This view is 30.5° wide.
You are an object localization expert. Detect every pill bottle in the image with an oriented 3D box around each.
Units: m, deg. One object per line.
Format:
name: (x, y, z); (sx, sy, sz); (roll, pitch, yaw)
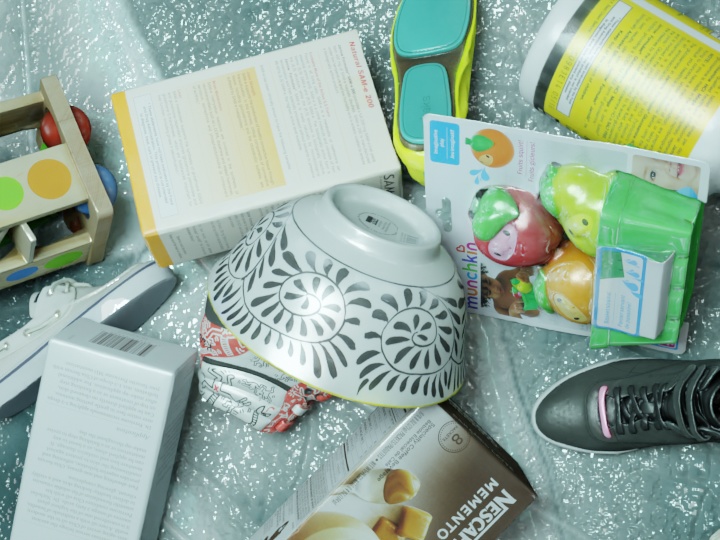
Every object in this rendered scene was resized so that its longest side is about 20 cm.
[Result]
pill bottle: (0.224, -0.123, 0.953); (0.200, 0.112, 0.113); (35, 92, 17)

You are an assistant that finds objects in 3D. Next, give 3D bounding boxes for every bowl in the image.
bowl: (0.000, 0.000, 0.933); (0.200, 0.201, 0.094); (31, 117, 16)

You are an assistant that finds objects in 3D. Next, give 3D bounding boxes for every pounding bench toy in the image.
pounding bench toy: (-0.289, -0.049, 1.082); (0.156, 0.200, 0.124); (-20, 78, -21)

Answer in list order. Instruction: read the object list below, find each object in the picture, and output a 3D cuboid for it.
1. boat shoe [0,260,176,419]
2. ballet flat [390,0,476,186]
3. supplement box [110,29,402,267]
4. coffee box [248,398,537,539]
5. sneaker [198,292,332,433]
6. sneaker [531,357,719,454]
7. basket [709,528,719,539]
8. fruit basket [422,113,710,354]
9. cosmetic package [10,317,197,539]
boat shoe: (-0.243, 0.041, 1.080); (0.200, 0.071, 0.070); (-37, 78, 14)
ballet flat: (0.057, -0.148, 1.018); (0.067, 0.067, 0.200); (-3, 54, 14)
supplement box: (-0.078, -0.093, 1.018); (0.199, 0.074, 0.126); (-15, 69, -3)
coffee box: (0.016, 0.187, 0.966); (0.114, 0.080, 0.200); (44, 95, -10)
sneaker: (-0.027, 0.075, 1.024); (0.201, 0.067, 0.108); (10, 116, -5)
sneaker: (0.215, 0.093, 0.934); (0.199, 0.099, 0.071); (-6, 83, 15)
basket: (0.261, 0.259, 0.867); (0.200, 0.139, 0.176); (-38, 72, -24)
fruit basket: (0.140, -0.018, 0.940); (0.199, 0.186, 0.094); (8, 43, 13)
cosmetic package: (-0.199, 0.149, 1.015); (0.101, 0.071, 0.200); (16, 103, 5)
